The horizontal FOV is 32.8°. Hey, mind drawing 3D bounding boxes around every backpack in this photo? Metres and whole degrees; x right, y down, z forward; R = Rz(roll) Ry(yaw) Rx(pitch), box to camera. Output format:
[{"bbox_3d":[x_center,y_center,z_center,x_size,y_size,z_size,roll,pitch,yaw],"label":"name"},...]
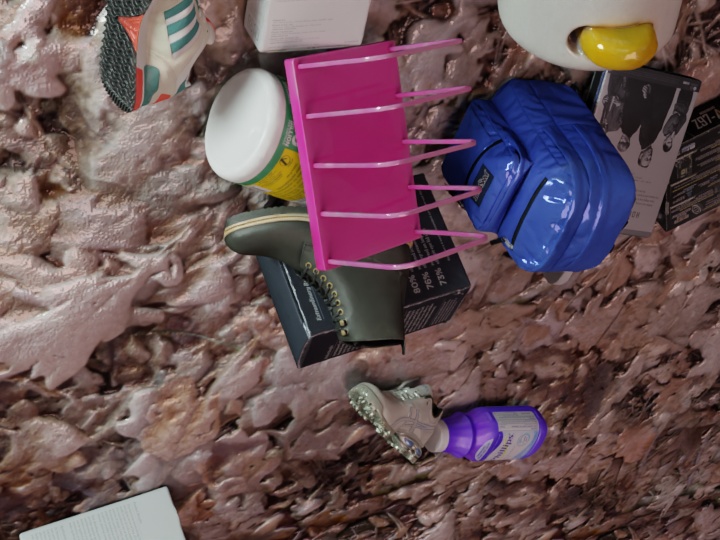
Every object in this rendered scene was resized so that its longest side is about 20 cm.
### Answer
[{"bbox_3d":[0.194,-0.092,1.361,0.166,0.201,0.164,-6,136,-28],"label":"backpack"}]

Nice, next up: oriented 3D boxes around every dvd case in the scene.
[{"bbox_3d":[0.318,-0.143,1.464,0.149,0.025,0.202,6,109,-30],"label":"dvd case"}]

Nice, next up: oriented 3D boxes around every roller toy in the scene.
[{"bbox_3d":[0.226,-0.288,1.185,0.182,0.199,0.141,-43,151,-31],"label":"roller toy"}]

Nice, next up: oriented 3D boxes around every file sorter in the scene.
[{"bbox_3d":[0.033,-0.112,1.156,0.138,0.125,0.203,-19,106,-41],"label":"file sorter"}]

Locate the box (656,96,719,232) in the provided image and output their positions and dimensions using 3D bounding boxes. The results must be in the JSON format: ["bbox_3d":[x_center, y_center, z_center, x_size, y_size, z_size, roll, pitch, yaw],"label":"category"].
[{"bbox_3d":[0.472,-0.155,1.597,0.198,0.044,0.161,-26,141,-7],"label":"box"}]

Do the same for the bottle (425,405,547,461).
[{"bbox_3d":[0.183,0.242,1.809,0.198,0.066,0.084,4,131,-35],"label":"bottle"}]

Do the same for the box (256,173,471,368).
[{"bbox_3d":[0.000,0.000,1.356,0.198,0.150,0.105,-16,160,-16],"label":"box"}]

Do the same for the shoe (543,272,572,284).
[{"bbox_3d":[0.300,-0.066,1.557,0.090,0.072,0.202,-3,129,-23],"label":"shoe"}]

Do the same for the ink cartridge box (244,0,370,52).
[{"bbox_3d":[-0.037,-0.299,1.114,0.108,0.051,0.202,-9,135,-25],"label":"ink cartridge box"}]

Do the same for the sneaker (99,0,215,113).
[{"bbox_3d":[-0.172,-0.237,1.091,0.093,0.070,0.201,-21,141,-41],"label":"sneaker"}]

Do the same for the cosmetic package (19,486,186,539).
[{"bbox_3d":[-0.329,0.367,1.584,0.198,0.102,0.072,-15,139,-18],"label":"cosmetic package"}]

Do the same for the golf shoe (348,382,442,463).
[{"bbox_3d":[0.051,0.183,1.675,0.097,0.078,0.200,-48,147,-6],"label":"golf shoe"}]

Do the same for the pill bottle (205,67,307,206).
[{"bbox_3d":[-0.049,-0.122,1.240,0.199,0.113,0.113,17,122,-42],"label":"pill bottle"}]

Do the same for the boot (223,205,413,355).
[{"bbox_3d":[-0.042,0.013,1.249,0.197,0.140,0.078,1,164,-6],"label":"boot"}]
